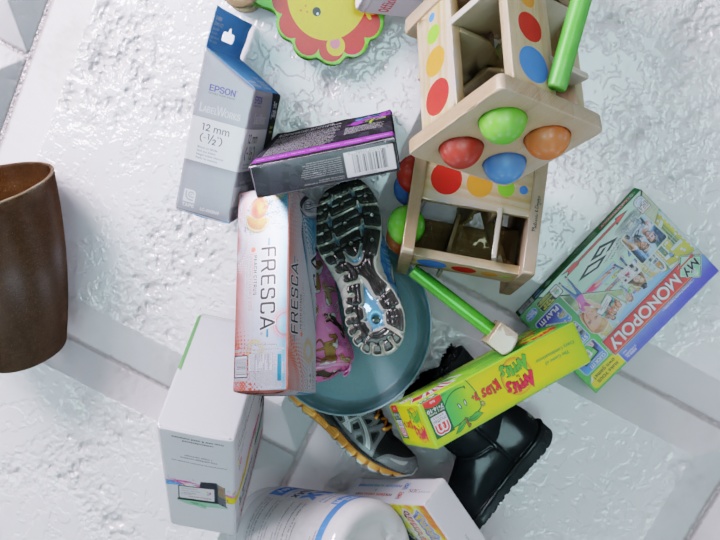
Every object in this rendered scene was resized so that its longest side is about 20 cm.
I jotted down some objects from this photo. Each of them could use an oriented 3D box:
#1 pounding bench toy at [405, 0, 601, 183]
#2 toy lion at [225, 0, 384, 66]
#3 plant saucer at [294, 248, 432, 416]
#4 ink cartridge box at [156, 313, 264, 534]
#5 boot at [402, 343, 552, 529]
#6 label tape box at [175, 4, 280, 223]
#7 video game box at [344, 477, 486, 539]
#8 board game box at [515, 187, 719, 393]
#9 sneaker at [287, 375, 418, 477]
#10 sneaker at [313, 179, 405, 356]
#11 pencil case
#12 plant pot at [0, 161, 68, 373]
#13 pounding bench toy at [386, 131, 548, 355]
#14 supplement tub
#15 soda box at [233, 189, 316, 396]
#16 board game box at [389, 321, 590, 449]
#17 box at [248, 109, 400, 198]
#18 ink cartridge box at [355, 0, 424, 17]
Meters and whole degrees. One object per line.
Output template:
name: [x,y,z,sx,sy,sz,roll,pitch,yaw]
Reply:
pounding bench toy: [0.144,-0.181,0.631,0.122,0.199,0.160,11,68,-30]
toy lion: [-0.049,-0.337,0.803,0.187,0.069,0.205,14,101,-7]
plant saucer: [-0.013,0.066,0.854,0.194,0.027,0.206,-3,73,9]
ink cartridge box: [-0.159,0.175,0.816,0.082,0.147,0.203,10,135,1]
boot: [0.109,0.209,0.885,0.167,0.076,0.201,39,101,-3]
label tape box: [-0.132,-0.164,0.792,0.064,0.143,0.205,16,101,1]
video game box: [0.086,0.335,0.865,0.047,0.181,0.202,-41,100,-36]
board game box: [0.299,0.025,0.864,0.134,0.029,0.201,42,100,-4]
sneaker: [-0.006,0.167,0.874,0.199,0.078,0.078,39,90,8]
sneaker: [0.000,0.000,0.808,0.076,0.090,0.205,-14,74,5]
pencil case: [-0.064,0.026,0.819,0.085,0.082,0.205,-23,69,32]
plant pot: [-0.410,0.005,0.837,0.181,0.188,0.205,-8,115,4]
pounding bench toy: [0.101,-0.022,0.786,0.151,0.124,0.206,9,80,1]
supplement tub: [-0.050,0.321,0.840,0.197,0.131,0.135,-10,103,46]
soda box: [-0.084,0.023,0.745,0.062,0.068,0.206,-5,78,21]
board game box: [0.137,0.122,0.790,0.196,0.101,0.049,-25,88,-18]
box: [-0.030,-0.126,0.767,0.139,0.201,0.037,-10,110,6]
ink cartridge box: [0.100,-0.306,0.733,0.194,0.146,0.087,1,94,-10]
